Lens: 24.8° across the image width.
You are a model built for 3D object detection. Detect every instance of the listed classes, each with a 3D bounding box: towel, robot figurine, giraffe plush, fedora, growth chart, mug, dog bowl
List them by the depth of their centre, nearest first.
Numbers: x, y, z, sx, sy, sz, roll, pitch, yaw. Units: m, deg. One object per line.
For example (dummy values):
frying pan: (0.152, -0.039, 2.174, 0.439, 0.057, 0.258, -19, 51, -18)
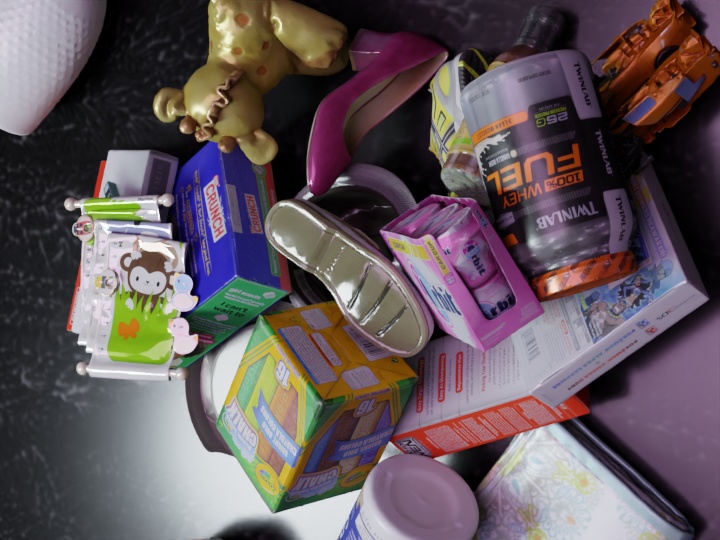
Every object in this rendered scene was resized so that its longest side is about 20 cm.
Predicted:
robot figurine: (0.239, -0.156, 1.517, 0.200, 0.058, 0.145, -44, 36, 17)
towel: (0.204, 0.250, 1.605, 0.200, 0.048, 0.172, 43, 115, 19)
giraffe plush: (-0.115, -0.196, 1.639, 0.171, 0.200, 0.163, 22, 90, 23)
growth chart: (-0.232, 0.016, 1.657, 0.143, 0.018, 0.202, -7, 80, 20)
fedora: (0.011, -0.019, 1.660, 0.199, 0.090, 0.179, -13, 86, 37)
dog bowl: (-0.090, 0.126, 1.746, 0.198, 0.059, 0.202, 3, 96, 29)
mug: (-0.379, -0.280, 1.835, 0.175, 0.147, 0.200, -47, 42, 15)

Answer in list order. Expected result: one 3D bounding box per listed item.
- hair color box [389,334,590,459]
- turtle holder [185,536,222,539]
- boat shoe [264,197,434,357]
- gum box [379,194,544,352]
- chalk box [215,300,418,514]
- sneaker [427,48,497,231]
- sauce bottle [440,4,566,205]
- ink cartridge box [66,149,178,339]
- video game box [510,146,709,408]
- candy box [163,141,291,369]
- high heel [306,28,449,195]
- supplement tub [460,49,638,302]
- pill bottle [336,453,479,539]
hair color box: (0.124, 0.110, 1.603, 0.199, 0.061, 0.102, -19, 49, 28)
turtle holder: (-0.168, 0.375, 1.766, 0.132, 0.141, 0.186, -45, 64, 6)
boat shoe: (0.000, 0.000, 1.571, 0.200, 0.068, 0.075, 45, 113, 14)
gum box: (0.088, -0.001, 1.467, 0.066, 0.200, 0.114, -33, 99, -6)
chalk box: (-0.052, 0.146, 1.597, 0.125, 0.123, 0.201, 50, 132, 33)
sneaker: (0.109, -0.112, 1.610, 0.076, 0.075, 0.202, -21, 65, 53)
sauce bottle: (0.140, -0.160, 1.551, 0.064, 0.065, 0.201, 15, 67, 26)
ink cartridge box: (-0.272, -0.028, 1.755, 0.173, 0.043, 0.202, 5, 82, 52)
video game box: (0.213, -0.001, 1.518, 0.182, 0.047, 0.201, -40, 40, 25)
candy box: (-0.167, -0.015, 1.713, 0.200, 0.077, 0.170, -36, 52, 41)
high heel: (0.015, -0.153, 1.619, 0.095, 0.068, 0.201, 12, 58, 19)
supplement tub: (0.169, -0.081, 1.433, 0.122, 0.122, 0.202, -21, 82, 28)
pill bottle: (0.031, 0.291, 1.639, 0.120, 0.119, 0.201, 40, 132, 20)
